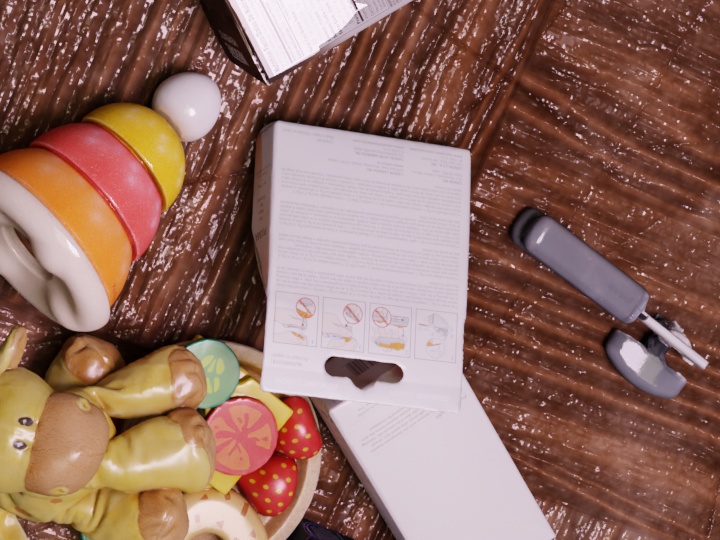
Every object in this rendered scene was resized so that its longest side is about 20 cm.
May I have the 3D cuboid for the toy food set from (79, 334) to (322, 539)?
[{"bbox_3d":[-0.123,0.148,1.676,0.198,0.049,0.200,39,91,-23],"label":"toy food set"}]

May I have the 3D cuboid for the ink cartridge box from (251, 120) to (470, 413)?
[{"bbox_3d":[0.000,0.000,1.636,0.161,0.050,0.202,7,79,-20],"label":"ink cartridge box"}]

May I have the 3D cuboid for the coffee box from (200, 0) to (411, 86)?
[{"bbox_3d":[-0.013,-0.221,1.577,0.199,0.113,0.080,-31,112,-7],"label":"coffee box"}]

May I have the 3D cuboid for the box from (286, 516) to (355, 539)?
[{"bbox_3d":[-0.034,0.313,1.710,0.105,0.122,0.201,25,96,-23],"label":"box"}]

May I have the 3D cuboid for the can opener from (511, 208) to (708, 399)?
[{"bbox_3d":[0.191,0.032,1.746,0.199,0.053,0.067,35,91,-22],"label":"can opener"}]

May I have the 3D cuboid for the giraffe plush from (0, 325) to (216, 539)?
[{"bbox_3d":[-0.214,0.115,1.542,0.198,0.162,0.174,-11,72,12],"label":"giraffe plush"}]

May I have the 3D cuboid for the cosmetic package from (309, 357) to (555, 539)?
[{"bbox_3d":[0.053,0.146,1.714,0.107,0.085,0.201,-32,112,-8],"label":"cosmetic package"}]

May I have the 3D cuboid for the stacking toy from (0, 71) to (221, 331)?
[{"bbox_3d":[-0.173,-0.068,1.579,0.200,0.146,0.147,-44,114,-23],"label":"stacking toy"}]
